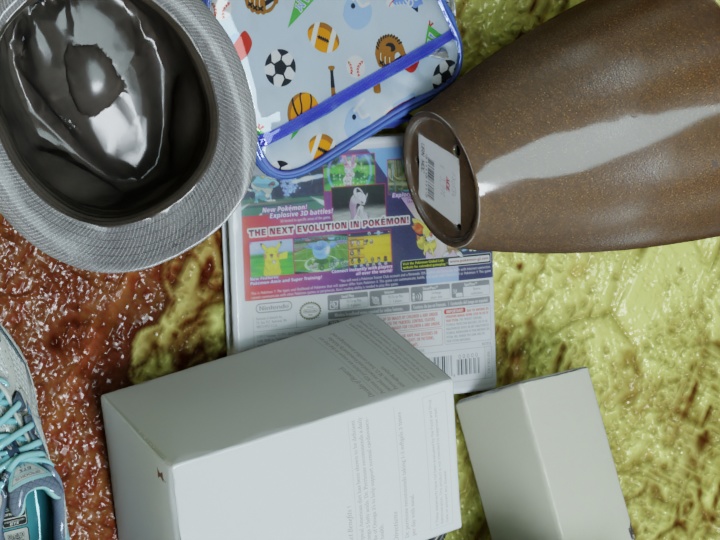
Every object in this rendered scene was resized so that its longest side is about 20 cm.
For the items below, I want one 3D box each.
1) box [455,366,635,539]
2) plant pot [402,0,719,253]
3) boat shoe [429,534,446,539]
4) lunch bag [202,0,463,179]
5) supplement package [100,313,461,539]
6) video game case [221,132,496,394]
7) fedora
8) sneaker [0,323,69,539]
[{"bbox_3d":[0.136,0.173,1.812,0.068,0.082,0.200,-10,84,-37],"label":"box"},{"bbox_3d":[0.135,-0.086,1.758,0.200,0.187,0.187,-18,103,-26],"label":"plant pot"},{"bbox_3d":[-0.021,0.191,1.773,0.200,0.060,0.074,-8,99,-27],"label":"boat shoe"},{"bbox_3d":[-0.025,-0.152,1.722,0.200,0.076,0.161,-31,107,-31],"label":"lunch bag"},{"bbox_3d":[-0.050,0.123,1.701,0.200,0.117,0.117,-16,119,-23],"label":"supplement package"},{"bbox_3d":[0.000,0.000,1.790,0.200,0.023,0.183,-5,97,-26],"label":"video game case"},{"bbox_3d":[-0.160,-0.104,1.642,0.177,0.090,0.200,-34,103,0],"label":"fedora"},{"bbox_3d":[-0.218,0.114,1.648,0.078,0.086,0.200,-22,105,-25],"label":"sneaker"}]
